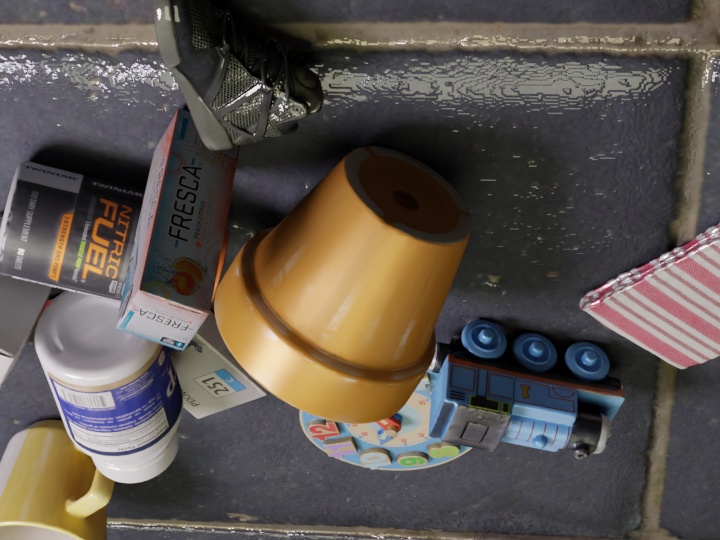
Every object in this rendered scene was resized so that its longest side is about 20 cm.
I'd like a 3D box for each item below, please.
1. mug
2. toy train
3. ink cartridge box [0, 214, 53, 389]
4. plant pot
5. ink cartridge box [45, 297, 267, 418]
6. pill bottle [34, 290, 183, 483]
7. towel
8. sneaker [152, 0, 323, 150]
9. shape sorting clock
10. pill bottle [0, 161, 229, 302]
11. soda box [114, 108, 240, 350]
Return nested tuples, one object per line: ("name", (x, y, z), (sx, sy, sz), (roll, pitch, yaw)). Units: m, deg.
("mug", (-0.326, 0.248, 1.838), (0.186, 0.153, 0.149), (-8, 139, 17))
("toy train", (0.161, 0.123, 1.639), (0.200, 0.114, 0.087), (13, 142, -7))
("ink cartridge box", (-0.366, 0.065, 1.611), (0.083, 0.147, 0.200), (28, 139, -9))
("plant pot", (0.000, 0.000, 1.463), (0.200, 0.200, 0.183), (21, 124, -18))
("ink cartridge box", (-0.219, 0.084, 1.704), (0.176, 0.045, 0.200), (-20, 134, 28))
("pill bottle", (-0.234, 0.113, 1.612), (0.120, 0.120, 0.200), (2, 141, 7))
("towel", (0.325, 0.023, 1.562), (0.146, 0.030, 0.200), (31, 138, -28))
("sneaker", (-0.095, -0.174, 1.338), (0.114, 0.076, 0.200), (-7, 143, 14))
("shape sorting clock", (0.035, 0.156, 1.760), (0.200, 0.039, 0.200), (4, 142, 3))
("pill bottle", (-0.222, -0.026, 1.516), (0.200, 0.106, 0.106), (13, 141, -9))
("soda box", (-0.152, -0.037, 1.415), (0.064, 0.200, 0.068), (20, 141, -16))
